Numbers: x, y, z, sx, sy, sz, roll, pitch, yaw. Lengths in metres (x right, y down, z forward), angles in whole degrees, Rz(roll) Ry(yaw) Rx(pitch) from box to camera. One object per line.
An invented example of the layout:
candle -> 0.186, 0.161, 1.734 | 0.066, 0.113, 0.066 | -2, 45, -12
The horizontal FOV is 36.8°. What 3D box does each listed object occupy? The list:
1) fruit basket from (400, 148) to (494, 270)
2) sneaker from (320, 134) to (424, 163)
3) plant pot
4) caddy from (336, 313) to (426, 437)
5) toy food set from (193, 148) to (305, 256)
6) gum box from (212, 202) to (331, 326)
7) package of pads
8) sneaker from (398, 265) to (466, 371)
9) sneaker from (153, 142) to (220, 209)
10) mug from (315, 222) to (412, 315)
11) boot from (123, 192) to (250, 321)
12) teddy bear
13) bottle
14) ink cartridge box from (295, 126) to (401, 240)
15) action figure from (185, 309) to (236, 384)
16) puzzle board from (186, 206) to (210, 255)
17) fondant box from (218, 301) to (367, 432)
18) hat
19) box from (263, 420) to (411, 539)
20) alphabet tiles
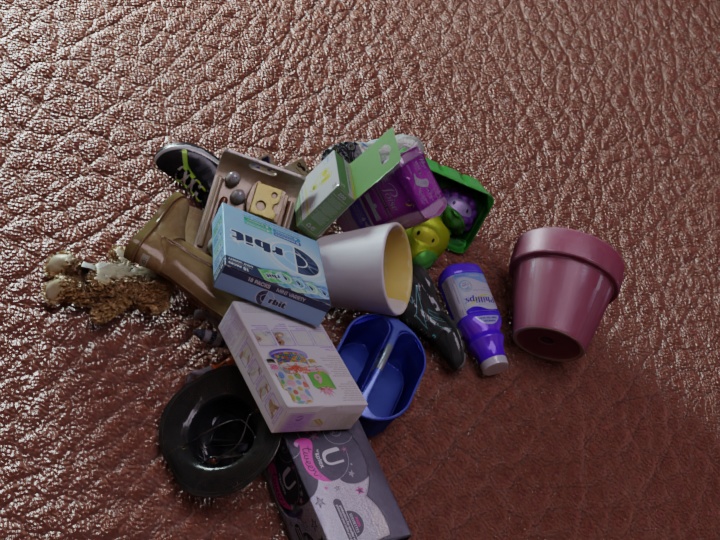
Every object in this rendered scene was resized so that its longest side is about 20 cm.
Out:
fruit basket -> 0.121, -0.100, 1.923 | 0.215, 0.156, 0.216 | 20, 31, -13
sneaker -> 0.020, -0.209, 2.009 | 0.199, 0.072, 0.072 | -9, 85, -17
plant pot -> 0.348, 0.052, 1.892 | 0.199, 0.200, 0.180 | 23, 64, -9
caddy -> 0.020, 0.159, 1.690 | 0.141, 0.105, 0.200 | 31, 48, -3
toy food set -> -0.180, -0.080, 1.741 | 0.143, 0.060, 0.201 | 18, 79, -12
gum box -> -0.137, -0.011, 1.620 | 0.169, 0.045, 0.200 | 22, 23, -20
package of pads -> 0.039, -0.119, 1.833 | 0.076, 0.200, 0.121 | -34, 99, -45
sneaker -> 0.111, 0.089, 1.826 | 0.079, 0.076, 0.200 | -22, 64, -15
sneaker -> -0.255, -0.144, 1.809 | 0.199, 0.072, 0.083 | 23, 47, -9
mug -> -0.003, 0.006, 1.779 | 0.152, 0.187, 0.150 | -2, 69, 21
boot -> -0.240, -0.015, 1.651 | 0.200, 0.066, 0.175 | 31, 43, -1
teddy bear -> -0.382, 0.023, 1.633 | 0.199, 0.067, 0.145 | -7, 44, -27
bottle -> 0.199, 0.083, 1.863 | 0.083, 0.065, 0.201 | -1, 56, -28
ink cartridge box -> -0.025, -0.157, 1.789 | 0.048, 0.200, 0.146 | 39, 20, -23
action figure -> -0.161, 0.146, 1.620 | 0.193, 0.105, 0.201 | 8, 51, -9
puzzle board -> -0.238, -0.025, 1.766 | 0.199, 0.017, 0.151 | 21, 48, -11
fondant box -> -0.098, 0.134, 1.534 | 0.144, 0.058, 0.200 | 4, 40, -41
hat -> -0.185, 0.237, 1.537 | 0.200, 0.081, 0.201 | -10, 57, 16
box -> -0.040, 0.322, 1.533 | 0.132, 0.115, 0.201 | -10, 60, -32
alphabet tiles -> -0.134, -0.119, 1.847 | 0.200, 0.008, 0.168 | -34, 94, -48
